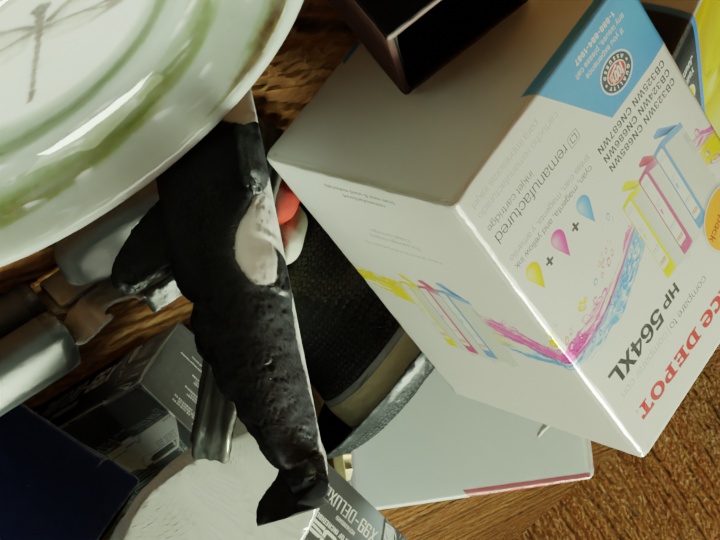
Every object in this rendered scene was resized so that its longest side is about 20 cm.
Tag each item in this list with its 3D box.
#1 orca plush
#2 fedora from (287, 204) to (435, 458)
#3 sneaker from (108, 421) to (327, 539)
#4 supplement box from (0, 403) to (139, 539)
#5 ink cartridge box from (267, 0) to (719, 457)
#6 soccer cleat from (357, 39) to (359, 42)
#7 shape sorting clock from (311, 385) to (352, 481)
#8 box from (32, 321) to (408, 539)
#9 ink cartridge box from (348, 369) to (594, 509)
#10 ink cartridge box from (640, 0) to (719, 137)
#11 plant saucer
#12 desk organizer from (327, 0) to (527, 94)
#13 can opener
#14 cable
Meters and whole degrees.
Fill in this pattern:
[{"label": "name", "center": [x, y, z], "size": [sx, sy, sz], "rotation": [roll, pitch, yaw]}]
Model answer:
[{"label": "orca plush", "center": [-0.065, 0.007, 0.771], "size": [0.071, 0.201, 0.105], "rotation": [-11, 175, -3]}, {"label": "fedora", "center": [0.000, 0.000, 0.993], "size": [0.201, 0.091, 0.201], "rotation": [-54, -171, 12]}, {"label": "sneaker", "center": [-0.088, 0.127, 0.898], "size": [0.200, 0.075, 0.089], "rotation": [-48, -164, 24]}, {"label": "supplement box", "center": [-0.204, 0.156, 0.944], "size": [0.110, 0.109, 0.200], "rotation": [-56, 180, -39]}, {"label": "ink cartridge box", "center": [0.083, -0.022, 0.833], "size": [0.129, 0.125, 0.200], "rotation": [-53, 128, -17]}, {"label": "soccer cleat", "center": [0.063, -0.106, 0.950], "size": [0.200, 0.065, 0.084], "rotation": [-17, 171, -47]}, {"label": "shape sorting clock", "center": [-0.038, 0.143, 1.126], "size": [0.039, 0.201, 0.200], "rotation": [-6, 154, -16]}, {"label": "box", "center": [-0.079, 0.133, 0.990], "size": [0.157, 0.200, 0.050], "rotation": [-28, -157, 44]}, {"label": "ink cartridge box", "center": [0.059, 0.089, 1.170], "size": [0.144, 0.084, 0.200], "rotation": [-9, -179, 0]}, {"label": "ink cartridge box", "center": [0.177, -0.094, 1.015], "size": [0.198, 0.047, 0.200], "rotation": [-63, 153, -27]}, {"label": "plant saucer", "center": [-0.109, -0.075, 0.657], "size": [0.200, 0.050, 0.200], "rotation": [-35, 164, -11]}, {"label": "desk organizer", "center": [0.008, -0.141, 0.683], "size": [0.072, 0.077, 0.200], "rotation": [-38, 165, -2]}, {"label": "can opener", "center": [-0.157, 0.023, 0.860], "size": [0.200, 0.053, 0.067], "rotation": [-36, 131, -13]}, {"label": "cable", "center": [-0.044, 0.003, 0.861], "size": [0.200, 0.050, 0.097], "rotation": [-94, -160, -57]}]
